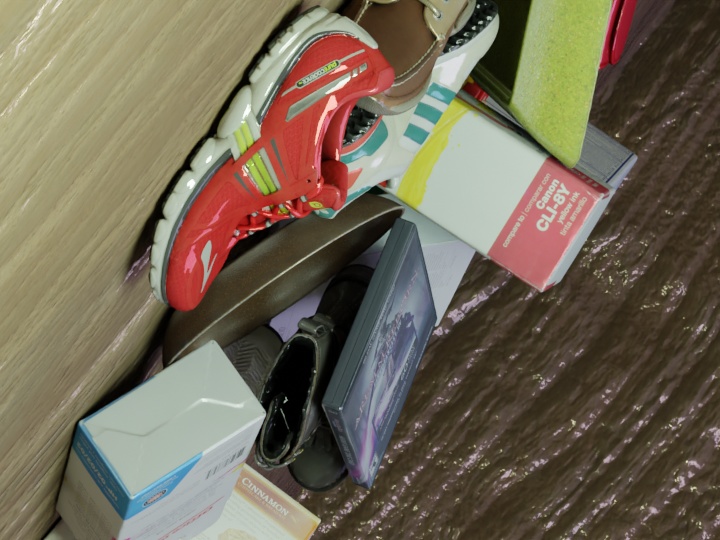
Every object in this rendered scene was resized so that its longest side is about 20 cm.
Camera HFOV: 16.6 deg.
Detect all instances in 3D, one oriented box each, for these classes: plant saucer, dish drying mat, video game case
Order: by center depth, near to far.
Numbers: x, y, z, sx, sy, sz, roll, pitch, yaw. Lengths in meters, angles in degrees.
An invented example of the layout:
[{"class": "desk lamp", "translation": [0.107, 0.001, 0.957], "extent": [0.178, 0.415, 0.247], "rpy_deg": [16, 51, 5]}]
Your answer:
[{"class": "plant saucer", "translation": [-0.059, 0.003, 1.680], "extent": [0.199, 0.032, 0.200], "rpy_deg": [-34, 175, -3]}, {"class": "plant saucer", "translation": [0.121, -0.193, 1.713], "extent": [0.200, 0.047, 0.202], "rpy_deg": [-125, -137, -69]}, {"class": "video game case", "translation": [0.016, 0.063, 1.755], "extent": [0.200, 0.019, 0.144], "rpy_deg": [75, 35, -70]}, {"class": "dish drying mat", "translation": [0.205, -0.247, 1.786], "extent": [0.077, 0.018, 0.202], "rpy_deg": [-40, 145, -67]}]

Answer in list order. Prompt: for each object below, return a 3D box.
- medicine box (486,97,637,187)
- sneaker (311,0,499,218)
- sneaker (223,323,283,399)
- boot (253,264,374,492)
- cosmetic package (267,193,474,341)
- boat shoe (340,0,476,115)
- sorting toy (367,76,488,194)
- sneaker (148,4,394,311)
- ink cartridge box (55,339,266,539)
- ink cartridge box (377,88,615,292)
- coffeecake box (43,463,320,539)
[{"class": "medicine box", "translation": [0.135, -0.097, 2.213], "extent": [0.103, 0.182, 0.200], "rpy_deg": [-57, 174, 20]}, {"class": "sneaker", "translation": [0.020, -0.111, 1.630], "extent": [0.200, 0.070, 0.094], "rpy_deg": [-45, 153, -37]}, {"class": "sneaker", "translation": [-0.093, 0.071, 1.886], "extent": [0.085, 0.075, 0.200], "rpy_deg": [-57, -177, -32]}, {"class": "boot", "translation": [-0.041, 0.098, 1.754], "extent": [0.174, 0.069, 0.202], "rpy_deg": [-50, 155, -63]}, {"class": "cosmetic package", "translation": [0.000, 0.000, 1.889], "extent": [0.149, 0.052, 0.200], "rpy_deg": [-11, 161, -13]}, {"class": "boat shoe", "translation": [0.030, -0.166, 1.526], "extent": [0.072, 0.075, 0.200], "rpy_deg": [-63, 180, 37]}, {"class": "sorting toy", "translation": [0.051, -0.119, 1.953], "extent": [0.199, 0.069, 0.201], "rpy_deg": [-50, 172, -42]}, {"class": "sneaker", "translation": [-0.051, -0.052, 1.404], "extent": [0.201, 0.085, 0.077], "rpy_deg": [-57, 174, 16]}, {"class": "ink cartridge box", "translation": [-0.143, 0.141, 1.703], "extent": [0.115, 0.068, 0.200], "rpy_deg": [-31, 164, -25]}, {"class": "ink cartridge box", "translation": [0.073, -0.075, 1.733], "extent": [0.084, 0.199, 0.145], "rpy_deg": [-58, 174, 8]}, {"class": "coffeecake box", "translation": [-0.147, 0.221, 1.842], "extent": [0.200, 0.153, 0.073], "rpy_deg": [-49, 173, -44]}]
